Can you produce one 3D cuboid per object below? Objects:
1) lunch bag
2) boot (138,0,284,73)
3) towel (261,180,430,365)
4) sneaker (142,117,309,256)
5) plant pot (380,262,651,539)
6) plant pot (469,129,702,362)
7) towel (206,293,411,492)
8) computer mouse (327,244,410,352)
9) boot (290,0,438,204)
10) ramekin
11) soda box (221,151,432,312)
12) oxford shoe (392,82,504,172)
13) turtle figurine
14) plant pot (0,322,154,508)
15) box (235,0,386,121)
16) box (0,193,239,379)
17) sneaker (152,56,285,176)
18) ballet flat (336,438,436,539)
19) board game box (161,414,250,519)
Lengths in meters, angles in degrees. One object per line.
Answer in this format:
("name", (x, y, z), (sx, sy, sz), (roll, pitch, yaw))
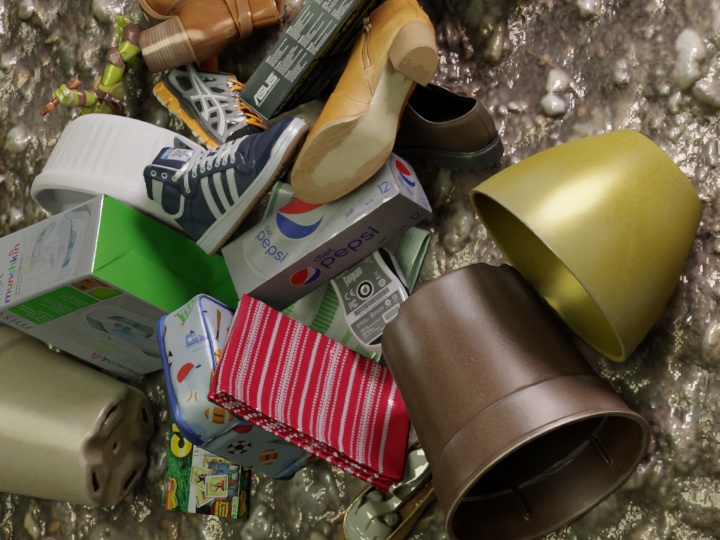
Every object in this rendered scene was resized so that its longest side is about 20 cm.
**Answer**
("lunch bag", (-0.112, 0.114, 1.600), (0.075, 0.200, 0.160), (-33, 53, 20))
("boot", (-0.160, -0.286, 1.766), (0.154, 0.074, 0.200), (-20, 36, 5))
("towel", (-0.034, 0.002, 1.669), (0.200, 0.023, 0.153), (22, 95, 34))
("sneaker", (-0.136, -0.103, 1.565), (0.108, 0.070, 0.200), (41, 134, -3))
("plant pot", (0.125, 0.113, 1.455), (0.200, 0.200, 0.198), (-43, 54, 21))
("plant pot", (0.215, -0.040, 1.426), (0.142, 0.200, 0.200), (-41, 60, -5))
("towel", (-0.039, 0.113, 1.534), (0.022, 0.200, 0.145), (-52, 15, 39))
("computer mouse", (0.000, 0.000, 1.613), (0.110, 0.044, 0.200), (-35, 59, 17))
("boot", (0.001, -0.165, 1.545), (0.201, 0.071, 0.144), (-49, 24, 16))
("ramekin", (-0.240, -0.093, 1.724), (0.202, 0.202, 0.094), (6, 75, 34))
("soda box", (-0.035, -0.038, 1.579), (0.200, 0.068, 0.064), (-33, 60, 20))
("oxford shoe", (0.044, -0.155, 1.594), (0.200, 0.085, 0.073), (7, 46, 31))
("turtle figurine", (-0.286, -0.199, 1.799), (0.064, 0.200, 0.162), (25, 82, 9))
("plant pot", (-0.333, 0.171, 1.761), (0.183, 0.200, 0.201), (13, 90, 23))
("box", (-0.025, -0.245, 1.601), (0.048, 0.193, 0.200), (41, 108, 4))
("box", (-0.254, 0.020, 1.688), (0.176, 0.200, 0.097), (-19, 55, 37))
("sneaker", (-0.143, -0.169, 1.739), (0.200, 0.078, 0.077), (43, 97, 30))
("ballet flat", (0.030, 0.217, 1.569), (0.200, 0.063, 0.069), (-50, 62, 18))
("board game box", (-0.158, 0.160, 1.730), (0.105, 0.023, 0.200), (0, 83, 36))
